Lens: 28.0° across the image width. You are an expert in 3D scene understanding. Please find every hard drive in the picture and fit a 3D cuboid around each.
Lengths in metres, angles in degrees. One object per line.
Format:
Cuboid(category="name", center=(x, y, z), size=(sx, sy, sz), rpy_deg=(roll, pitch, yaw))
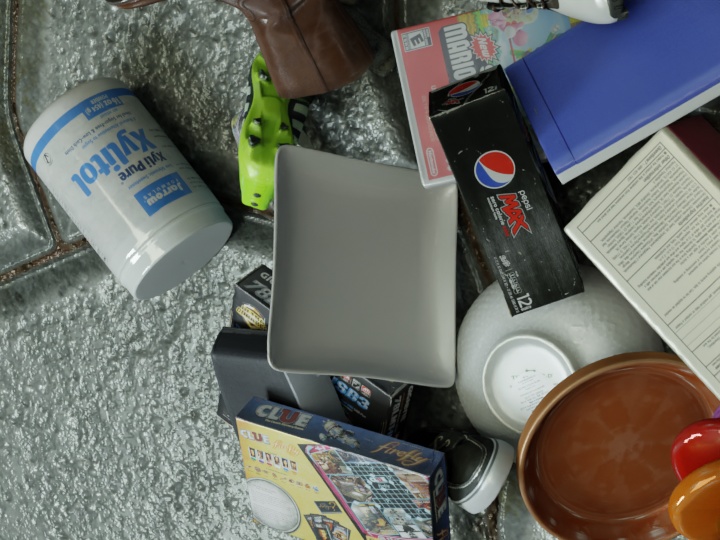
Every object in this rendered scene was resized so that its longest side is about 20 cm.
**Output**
Cuboid(category="hard drive", center=(0.226, -0.169, 1.171), size=(0.200, 0.025, 0.132), rpy_deg=(-30, 48, 13))
Cuboid(category="hard drive", center=(-0.069, 0.151, 1.386), size=(0.135, 0.042, 0.200), rpy_deg=(4, 122, 43))

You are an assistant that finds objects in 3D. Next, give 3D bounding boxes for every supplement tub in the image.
Cuboid(category="supplement tub", center=(-0.238, -0.085, 1.474), size=(0.200, 0.132, 0.132), rpy_deg=(50, 120, 12))

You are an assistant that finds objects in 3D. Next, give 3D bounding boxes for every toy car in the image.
Cuboid(category="toy car", center=(0.333, 0.168, 1.169), size=(0.150, 0.200, 0.175), rpy_deg=(42, 139, 35))

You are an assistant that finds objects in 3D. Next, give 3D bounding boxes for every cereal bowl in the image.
Cuboid(category="cereal bowl", center=(0.169, 0.093, 1.302), size=(0.200, 0.083, 0.201), rpy_deg=(6, 103, 29))

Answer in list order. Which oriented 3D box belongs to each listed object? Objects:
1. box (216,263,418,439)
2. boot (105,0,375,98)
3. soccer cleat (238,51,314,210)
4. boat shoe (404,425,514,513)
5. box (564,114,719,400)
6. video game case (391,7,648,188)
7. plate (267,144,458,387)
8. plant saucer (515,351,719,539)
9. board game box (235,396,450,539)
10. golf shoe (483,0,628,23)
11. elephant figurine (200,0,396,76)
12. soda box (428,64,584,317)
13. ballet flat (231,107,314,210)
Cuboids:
Cuboid(category="box", center=(-0.048, 0.122, 1.415), size=(0.200, 0.050, 0.199), rpy_deg=(33, 137, 21))
Cuboid(category="boot", center=(-0.100, -0.210, 1.259), size=(0.186, 0.200, 0.064), rpy_deg=(-19, 49, 10))
Cuboid(category="soccer cleat", center=(-0.082, -0.143, 1.353), size=(0.067, 0.200, 0.081), rpy_deg=(16, 136, -4))
Cuboid(category="boat shoe", center=(0.084, 0.176, 1.315), size=(0.057, 0.200, 0.069), rpy_deg=(28, 80, -9))
Cuboid(category="box", center=(0.292, -0.013, 1.192), size=(0.200, 0.109, 0.128), rpy_deg=(49, 119, 12))
Cuboid(category="video game case", center=(0.137, -0.162, 1.250), size=(0.199, 0.017, 0.143), rpy_deg=(-12, 85, 9))
Cuboid(category="plate", center=(0.000, 0.000, 1.298), size=(0.032, 0.200, 0.200), rpy_deg=(-13, 72, 55))
Cuboid(category="plant saucer", center=(0.232, 0.156, 1.251), size=(0.200, 0.032, 0.201), rpy_deg=(-4, 117, -7))
Cuboid(category="board game box", center=(-0.015, 0.200, 1.319), size=(0.200, 0.035, 0.136), rpy_deg=(14, 129, 26))
Cuboid(category="golf shoe", center=(0.143, -0.238, 1.196), size=(0.200, 0.094, 0.078), rpy_deg=(43, 159, 53))
Cuboid(category="elephant figurine", center=(-0.065, -0.280, 1.346), size=(0.141, 0.200, 0.156), rpy_deg=(-1, 74, 46))
Cuboid(category="soda box", center=(0.124, -0.066, 1.215), size=(0.071, 0.063, 0.200), rpy_deg=(-20, 115, 12))
Cuboid(category="ballet flat", center=(-0.057, -0.082, 1.401), size=(0.072, 0.072, 0.201), rpy_deg=(-35, 81, 31))
